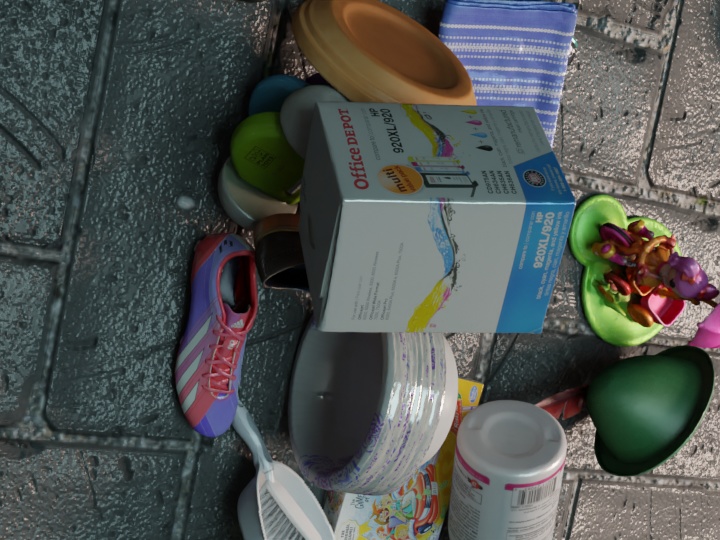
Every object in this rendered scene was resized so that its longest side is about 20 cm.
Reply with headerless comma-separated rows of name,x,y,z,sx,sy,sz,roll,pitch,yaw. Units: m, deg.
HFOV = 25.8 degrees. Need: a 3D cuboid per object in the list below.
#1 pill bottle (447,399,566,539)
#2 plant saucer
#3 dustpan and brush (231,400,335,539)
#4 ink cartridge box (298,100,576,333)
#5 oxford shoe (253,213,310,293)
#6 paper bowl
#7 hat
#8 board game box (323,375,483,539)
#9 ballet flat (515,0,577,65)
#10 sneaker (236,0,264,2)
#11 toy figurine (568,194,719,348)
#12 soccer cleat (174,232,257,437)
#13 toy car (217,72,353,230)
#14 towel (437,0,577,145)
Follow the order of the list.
pill bottle,0.150,0.244,1.651,0.113,0.113,0.201,-20,134,-27
plant saucer,0.030,-0.197,1.470,0.199,0.201,0.038,14,124,-33
dustpan and brush,-0.087,0.217,1.543,0.057,0.139,0.200,-39,83,22
ink cartridge box,0.057,-0.046,1.343,0.199,0.148,0.145,0,130,-13
oxford shoe,0.000,0.000,1.449,0.199,0.073,0.071,4,140,-8
paper bowl,0.018,0.116,1.517,0.104,0.200,0.202,11,94,-28
hat,0.262,0.113,1.701,0.176,0.165,0.200,41,50,-22
board game box,0.042,0.199,1.651,0.134,0.034,0.201,15,92,-33
ballet flat,0.151,-0.270,1.603,0.073,0.073,0.200,-50,123,-13
sneaker,-0.117,-0.338,1.415,0.070,0.075,0.201,-32,116,-22
toy figurine,0.342,0.011,1.711,0.150,0.184,0.200,-46,119,-16
soccer cleat,-0.132,0.064,1.489,0.066,0.076,0.201,1,99,-32
toy car,-0.029,-0.116,1.482,0.199,0.175,0.151,20,52,-26
towel,0.140,-0.178,1.597,0.144,0.024,0.201,0,115,-16
